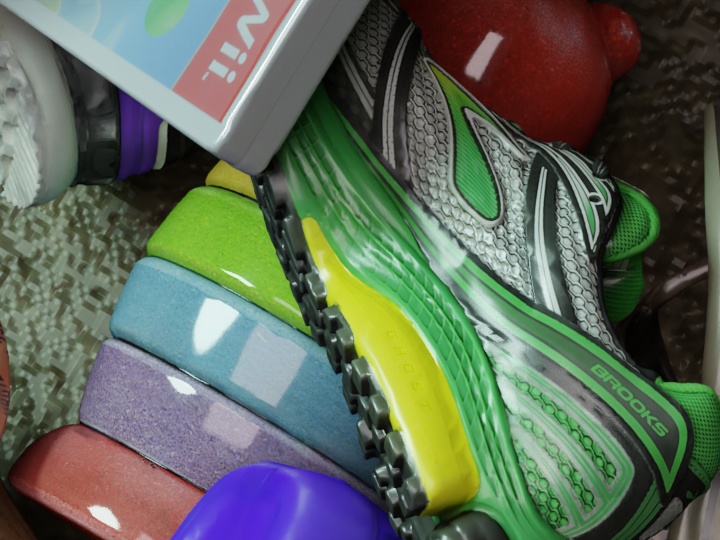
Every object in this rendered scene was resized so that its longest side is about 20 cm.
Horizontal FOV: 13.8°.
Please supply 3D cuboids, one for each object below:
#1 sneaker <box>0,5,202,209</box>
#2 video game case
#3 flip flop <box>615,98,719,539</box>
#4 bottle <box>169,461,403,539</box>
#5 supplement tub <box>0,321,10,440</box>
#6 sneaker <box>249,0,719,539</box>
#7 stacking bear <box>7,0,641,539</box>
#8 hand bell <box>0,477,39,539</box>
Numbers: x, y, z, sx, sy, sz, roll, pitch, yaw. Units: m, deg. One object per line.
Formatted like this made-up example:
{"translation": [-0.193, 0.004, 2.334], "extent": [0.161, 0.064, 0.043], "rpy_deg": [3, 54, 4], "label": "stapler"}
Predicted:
{"translation": [-0.086, -0.107, 0.879], "extent": [0.099, 0.070, 0.200], "rpy_deg": [-14, 59, -19], "label": "sneaker"}
{"translation": [-0.041, -0.119, 0.739], "extent": [0.143, 0.017, 0.200], "rpy_deg": [-58, 38, 3], "label": "video game case"}
{"translation": [0.079, 0.052, 0.738], "extent": [0.057, 0.081, 0.201], "rpy_deg": [5, 83, 22], "label": "flip flop"}
{"translation": [0.029, 0.132, 0.753], "extent": [0.200, 0.065, 0.084], "rpy_deg": [39, 75, -26], "label": "bottle"}
{"translation": [-0.196, 0.049, 0.804], "extent": [0.200, 0.122, 0.123], "rpy_deg": [-26, 73, 36], "label": "supplement tub"}
{"translation": [0.023, -0.011, 0.720], "extent": [0.085, 0.078, 0.200], "rpy_deg": [-21, 64, -7], "label": "sneaker"}
{"translation": [0.000, 0.000, 0.818], "extent": [0.121, 0.114, 0.200], "rpy_deg": [28, 82, 16], "label": "stacking bear"}
{"translation": [-0.077, 0.151, 0.793], "extent": [0.104, 0.104, 0.201], "rpy_deg": [-18, 82, 8], "label": "hand bell"}
